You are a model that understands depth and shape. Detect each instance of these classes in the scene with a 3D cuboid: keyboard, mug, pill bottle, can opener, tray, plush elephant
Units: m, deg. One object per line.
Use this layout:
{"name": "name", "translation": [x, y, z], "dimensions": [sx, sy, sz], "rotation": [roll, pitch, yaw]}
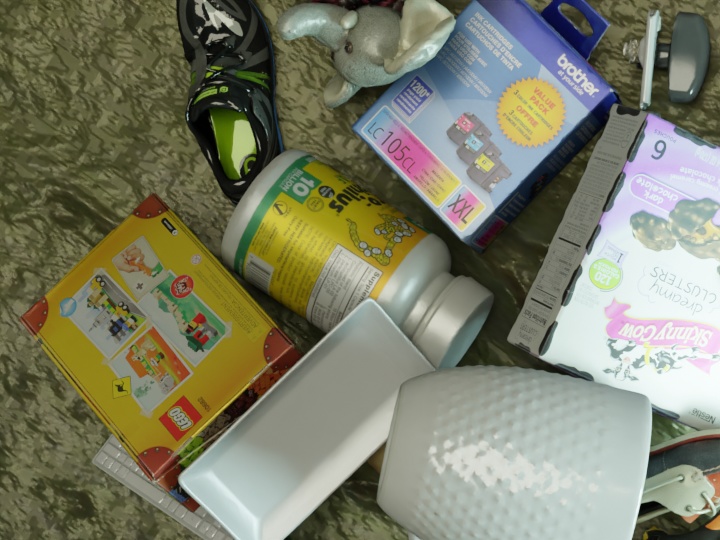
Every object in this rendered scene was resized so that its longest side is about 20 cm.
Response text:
{"name": "keyboard", "translation": [-0.137, 0.172, 1.729], "dimensions": [0.200, 0.011, 0.056], "rotation": [27, 70, 40]}
{"name": "mug", "translation": [0.101, 0.162, 1.580], "dimensions": [0.174, 0.148, 0.201], "rotation": [13, 131, 0]}
{"name": "pill bottle", "translation": [0.000, 0.000, 1.710], "dimensions": [0.200, 0.113, 0.113], "rotation": [33, 93, 13]}
{"name": "can opener", "translation": [0.230, -0.107, 1.697], "dimensions": [0.066, 0.053, 0.201], "rotation": [8, 88, 12]}
{"name": "tray", "translation": [-0.039, 0.117, 1.643], "dimensions": [0.200, 0.022, 0.107], "rotation": [-43, 122, -3]}
{"name": "plush elephant", "translation": [-0.006, -0.211, 1.682], "dimensions": [0.199, 0.165, 0.155], "rotation": [22, 60, -24]}

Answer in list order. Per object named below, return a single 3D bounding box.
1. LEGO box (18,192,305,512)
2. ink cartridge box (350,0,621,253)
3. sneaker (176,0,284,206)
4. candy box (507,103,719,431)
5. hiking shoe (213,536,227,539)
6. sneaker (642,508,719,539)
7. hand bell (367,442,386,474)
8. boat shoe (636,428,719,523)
{"name": "LEGO box", "translation": [-0.147, 0.062, 1.692], "dimensions": [0.149, 0.077, 0.200], "rotation": [-43, 58, -2]}
{"name": "ink cartridge box", "translation": [0.112, -0.134, 1.716], "dimensions": [0.200, 0.076, 0.136], "rotation": [-46, 78, 4]}
{"name": "sneaker", "translation": [-0.106, -0.149, 1.760], "dimensions": [0.070, 0.083, 0.201], "rotation": [-14, 82, 11]}
{"name": "candy box", "translation": [0.231, 0.001, 1.641], "dimensions": [0.167, 0.072, 0.201], "rotation": [24, 92, -19]}
{"name": "hiking shoe", "translation": [-0.167, 0.278, 1.733], "dimensions": [0.101, 0.076, 0.200], "rotation": [40, 108, 19]}
{"name": "sneaker", "translation": [0.227, 0.248, 1.670], "dimensions": [0.200, 0.070, 0.090], "rotation": [-31, 64, 9]}
{"name": "hand bell", "translation": [-0.003, 0.114, 1.730], "dimensions": [0.200, 0.104, 0.104], "rotation": [33, 93, 26]}
{"name": "boat shoe", "translation": [0.241, 0.161, 1.644], "dimensions": [0.199, 0.071, 0.063], "rotation": [-13, 63, 31]}
